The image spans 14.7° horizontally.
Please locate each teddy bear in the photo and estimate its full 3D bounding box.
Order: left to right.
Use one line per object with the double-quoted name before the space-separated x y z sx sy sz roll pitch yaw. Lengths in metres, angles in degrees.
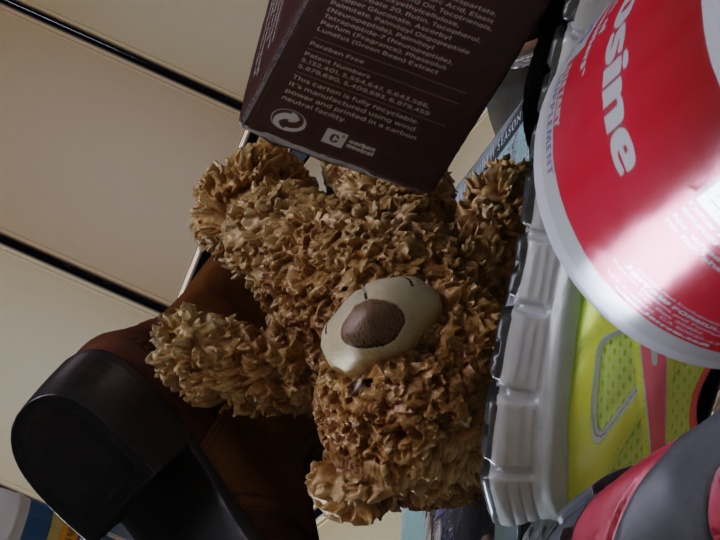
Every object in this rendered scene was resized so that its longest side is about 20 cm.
"teddy bear" 0.000 0.000 0.948 0.200 0.144 0.067 -84 -10 -55

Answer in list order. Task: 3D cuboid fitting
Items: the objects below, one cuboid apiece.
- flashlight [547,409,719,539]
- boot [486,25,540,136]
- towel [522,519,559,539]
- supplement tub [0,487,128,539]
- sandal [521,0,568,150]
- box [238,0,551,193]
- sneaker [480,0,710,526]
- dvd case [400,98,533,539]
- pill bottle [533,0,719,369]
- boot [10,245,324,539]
"flashlight" 0.107 0.058 0.683 0.068 0.068 0.200 -48 2 -30
"boot" 0.101 -0.056 1.131 0.200 0.074 0.097 -159 68 -73
"towel" 0.051 0.163 0.891 0.200 0.034 0.193 -59 13 34
"supplement tub" -0.090 0.188 1.117 0.145 0.199 0.145 -156 90 -82
"sandal" 0.086 -0.126 0.929 0.075 0.048 0.201 -14 53 61
"box" 0.032 -0.125 0.857 0.200 0.075 0.100 120 166 -53
"sneaker" 0.092 -0.018 0.831 0.078 0.090 0.201 -47 -35 -79
"dvd case" 0.047 0.049 1.086 0.146 0.022 0.201 126 152 -60
"pill bottle" 0.123 -0.049 0.691 0.200 0.112 0.113 134 158 -69
"boot" -0.017 0.078 1.013 0.069 0.188 0.200 -49 -5 32
